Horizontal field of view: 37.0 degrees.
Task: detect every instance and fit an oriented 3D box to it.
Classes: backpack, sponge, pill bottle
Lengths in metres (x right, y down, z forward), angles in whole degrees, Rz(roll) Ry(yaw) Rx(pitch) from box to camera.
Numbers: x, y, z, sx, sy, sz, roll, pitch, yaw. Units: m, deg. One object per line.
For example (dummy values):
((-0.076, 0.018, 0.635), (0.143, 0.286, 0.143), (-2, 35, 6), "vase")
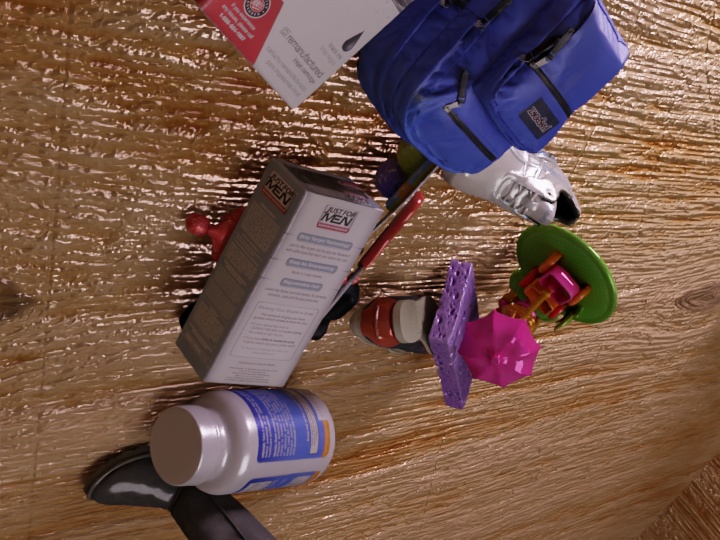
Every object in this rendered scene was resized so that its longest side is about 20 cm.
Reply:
((0.104, -0.180, 0.898), (0.200, 0.168, 0.162), (-42, 139, 9), "backpack")
((0.121, 0.084, 1.344), (0.200, 0.030, 0.112), (73, 31, -58), "sponge")
((-0.130, 0.187, 1.187), (0.199, 0.112, 0.112), (7, 127, -51), "pill bottle")

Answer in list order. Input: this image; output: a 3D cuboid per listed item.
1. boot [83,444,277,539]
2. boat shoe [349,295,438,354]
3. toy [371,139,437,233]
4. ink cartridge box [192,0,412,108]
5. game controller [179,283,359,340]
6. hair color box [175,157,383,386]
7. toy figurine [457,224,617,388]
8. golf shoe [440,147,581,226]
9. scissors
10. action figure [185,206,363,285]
((-0.181, 0.281, 1.165), (0.181, 0.200, 0.073), (-8, 141, -41), "boot")
((0.048, 0.066, 1.269), (0.062, 0.072, 0.200), (-7, 173, 19), "boat shoe")
((0.061, -0.114, 1.038), (0.200, 0.047, 0.115), (-43, -179, -2), "toy")
((-0.024, -0.236, 0.760), (0.200, 0.084, 0.144), (-42, 149, 4), "ink cartridge box")
((-0.087, 0.037, 1.094), (0.104, 0.042, 0.199), (-46, 151, 27), "game controller")
((-0.074, 0.007, 0.967), (0.099, 0.061, 0.201), (10, 117, -46), "hair color box")
((0.187, 0.065, 1.313), (0.184, 0.150, 0.200), (-41, 179, -26), "toy figurine")
((0.173, -0.093, 1.160), (0.199, 0.097, 0.078), (2, 133, -47), "golf shoe")
((0.000, 0.000, 1.058), (0.200, 0.014, 0.073), (-52, -176, -3), "scissors")
((-0.084, -0.027, 1.011), (0.199, 0.052, 0.066), (11, 119, -49), "action figure")
